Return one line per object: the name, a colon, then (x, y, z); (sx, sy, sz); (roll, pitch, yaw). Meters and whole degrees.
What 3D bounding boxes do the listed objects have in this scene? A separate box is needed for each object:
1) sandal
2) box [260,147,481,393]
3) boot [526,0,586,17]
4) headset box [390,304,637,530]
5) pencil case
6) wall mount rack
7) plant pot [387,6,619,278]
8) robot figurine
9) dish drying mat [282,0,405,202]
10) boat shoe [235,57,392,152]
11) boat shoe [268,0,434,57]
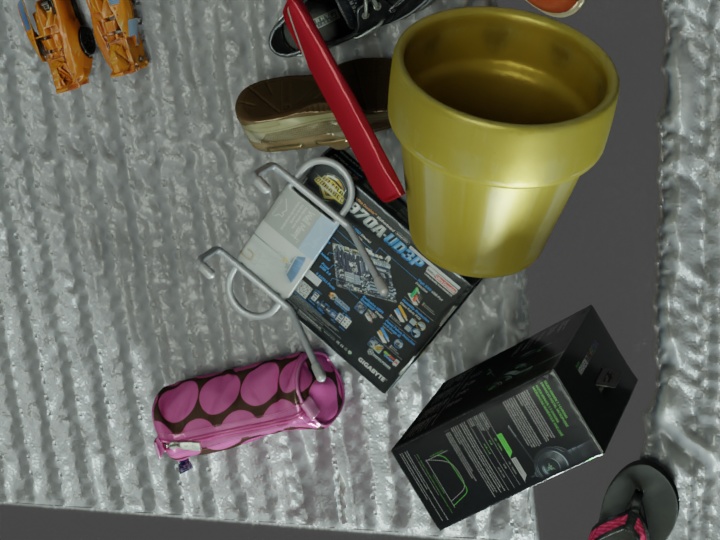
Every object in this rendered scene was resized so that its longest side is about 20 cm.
sandal: (0.256, 0.278, 1.622); (0.075, 0.045, 0.202); (29, 116, 9)
box: (0.000, 0.000, 1.620); (0.199, 0.046, 0.159); (40, 118, 4)
boot: (0.124, -0.301, 1.433); (0.075, 0.107, 0.201); (-35, 95, 26)
headset box: (0.154, 0.133, 1.538); (0.199, 0.174, 0.093); (-30, 96, 26)
pencil case: (-0.119, 0.145, 1.691); (0.198, 0.094, 0.092); (-18, 102, 24)
wall mount rack: (-0.059, -0.002, 1.574); (0.173, 0.075, 0.201); (39, 118, 5)
plant pot: (0.117, -0.105, 1.465); (0.199, 0.201, 0.191); (18, 129, 14)
robot figurine: (-0.288, -0.285, 1.621); (0.143, 0.058, 0.202); (-12, 104, 23)
dish drying mat: (-0.017, -0.153, 1.480); (0.018, 0.077, 0.202); (-28, 92, -8)
boat shoe: (-0.018, -0.154, 1.568); (0.197, 0.072, 0.065); (-4, 143, 14)
boat shoe: (-0.001, -0.253, 1.517); (0.198, 0.068, 0.072); (-21, 100, 26)
